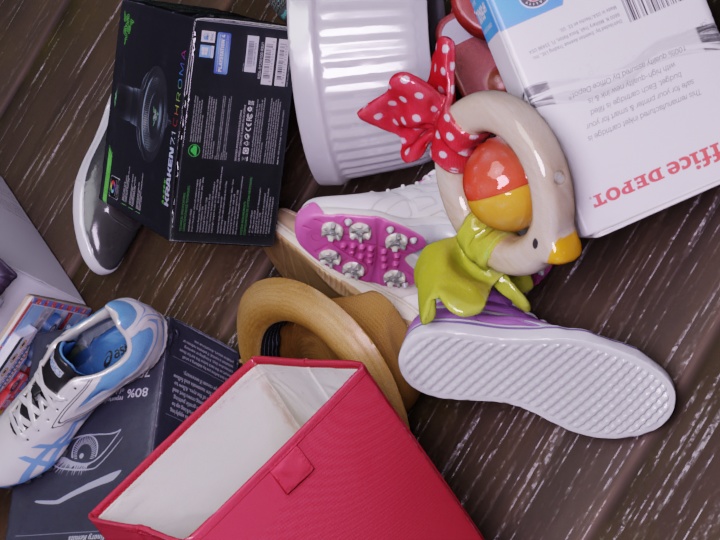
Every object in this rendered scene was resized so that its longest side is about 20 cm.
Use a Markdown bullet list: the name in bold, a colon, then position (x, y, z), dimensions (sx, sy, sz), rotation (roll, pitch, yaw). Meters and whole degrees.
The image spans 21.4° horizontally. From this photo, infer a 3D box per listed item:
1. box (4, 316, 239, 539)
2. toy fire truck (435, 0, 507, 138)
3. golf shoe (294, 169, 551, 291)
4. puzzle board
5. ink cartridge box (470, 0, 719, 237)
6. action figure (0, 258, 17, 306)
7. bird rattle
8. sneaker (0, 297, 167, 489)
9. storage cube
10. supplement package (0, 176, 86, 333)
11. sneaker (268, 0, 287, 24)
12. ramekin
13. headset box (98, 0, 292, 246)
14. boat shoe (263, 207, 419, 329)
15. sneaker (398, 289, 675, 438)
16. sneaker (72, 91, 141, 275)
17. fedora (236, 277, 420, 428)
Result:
- **box**: position (-0.193, 0.152, 1.549), dimensions (0.147, 0.104, 0.202), rotation (-7, 67, 32)
- **toy fire truck**: position (0.160, -0.168, 1.437), dimensions (0.198, 0.112, 0.169), rotation (-25, 83, -2)
- **golf shoe**: position (0.046, -0.036, 1.440), dimensions (0.076, 0.198, 0.092), rotation (113, 161, -49)
- **puzzle board**: position (-0.308, 0.111, 1.627), dimensions (0.017, 0.151, 0.201), rotation (34, 92, 11)
- **ink cartridge box**: position (0.179, -0.139, 1.345), dimensions (0.145, 0.084, 0.202), rotation (-22, 92, -4)
- **action figure**: position (-0.358, 0.076, 1.564), dimensions (0.129, 0.069, 0.202), rotation (-8, 57, 49)
- **bird rattle**: position (0.092, -0.067, 1.328), dimensions (0.162, 0.112, 0.202), rotation (-4, 96, 55)
- **sneaker**: position (-0.237, 0.093, 1.493), dimensions (0.200, 0.072, 0.072), rotation (-43, 54, 14)
- **storage cube**: position (-0.046, 0.184, 1.323), dimensions (0.200, 0.181, 0.170), rotation (-43, 19, -24)
- **supplement package**: position (-0.359, -0.007, 1.724), dimensions (0.117, 0.117, 0.200), rotation (-47, 51, 8)
- **sneaker**: position (-0.018, -0.292, 1.639), dimensions (0.091, 0.077, 0.201), rotation (24, 84, 43)
- **ramekin**: position (0.011, -0.170, 1.489), dimensions (0.104, 0.200, 0.202), rotation (-3, 67, 9)
- **headset box**: position (-0.136, -0.125, 1.546), dimensions (0.200, 0.092, 0.176), rotation (-152, 68, -63)
- **boat shoe**: position (0.000, 0.000, 1.508), dimensions (0.069, 0.074, 0.199), rotation (-41, 54, -22)
- **sneaker**: position (0.135, 0.055, 1.386), dimensions (0.198, 0.114, 0.073), rotation (15, 113, 9)
- **sneaker**: position (-0.185, -0.094, 1.668), dimensions (0.098, 0.071, 0.202), rotation (-2, 65, 39)
- **fedora**: position (-0.009, 0.076, 1.437), dimensions (0.200, 0.202, 0.082), rotation (25, 49, 39)
